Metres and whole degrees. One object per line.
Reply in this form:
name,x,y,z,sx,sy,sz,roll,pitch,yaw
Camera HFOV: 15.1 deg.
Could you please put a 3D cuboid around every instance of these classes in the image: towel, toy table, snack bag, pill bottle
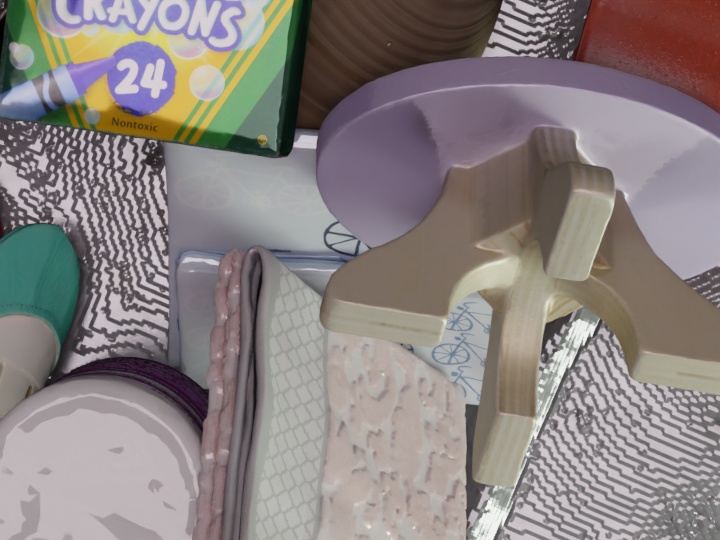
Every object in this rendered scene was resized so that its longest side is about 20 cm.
towel,-0.007,0.111,1.232,0.032,0.191,0.201,-14,58,30
toy table,0.079,-0.008,1.173,0.199,0.117,0.184,0,135,1
snack bag,0.000,0.000,1.288,0.188,0.200,0.021,5,52,1
pill bottle,-0.114,0.099,1.273,0.112,0.200,0.113,0,93,2

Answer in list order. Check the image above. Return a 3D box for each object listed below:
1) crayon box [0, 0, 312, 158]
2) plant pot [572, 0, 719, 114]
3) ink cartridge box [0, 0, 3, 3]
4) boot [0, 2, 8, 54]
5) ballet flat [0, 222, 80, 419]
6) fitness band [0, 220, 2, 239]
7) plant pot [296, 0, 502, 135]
crayon box,-0.080,-0.156,1.167,0.125,0.052,0.201,8,94,5
plant pot,0.209,-0.108,1.270,0.195,0.201,0.201,19,93,8
ink cartridge box,-0.238,-0.151,1.275,0.200,0.145,0.085,-52,134,-9
boot,-0.096,-0.150,1.279,0.072,0.166,0.200,40,93,2
ballet flat,-0.196,0.070,1.332,0.067,0.070,0.200,34,99,-37
fitness band,-0.278,-0.022,1.358,0.199,0.037,0.144,15,90,0
plant pot,0.006,-0.159,1.256,0.093,0.201,0.201,-20,92,40
